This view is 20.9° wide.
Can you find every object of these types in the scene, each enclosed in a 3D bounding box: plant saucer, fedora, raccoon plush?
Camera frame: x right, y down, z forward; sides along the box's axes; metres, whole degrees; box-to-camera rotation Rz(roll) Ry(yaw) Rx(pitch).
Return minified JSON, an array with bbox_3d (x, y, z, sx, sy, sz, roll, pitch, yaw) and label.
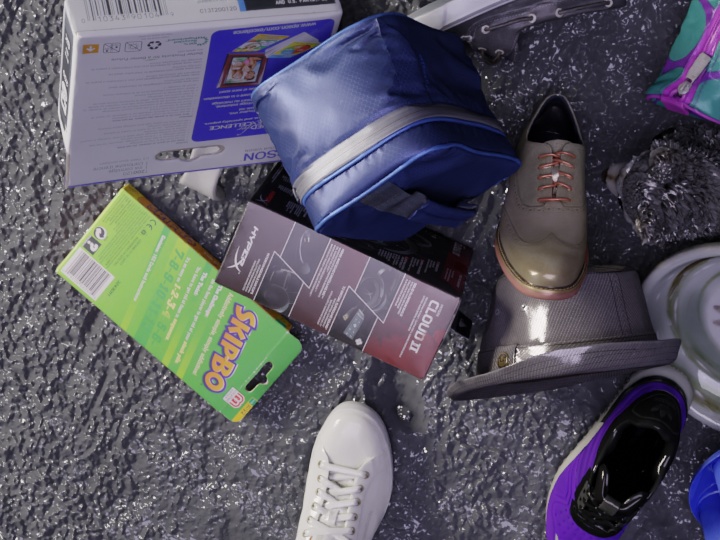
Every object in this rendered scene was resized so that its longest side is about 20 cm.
[{"bbox_3d":[0.315,0.049,1.541,0.198,0.050,0.202,19,135,19],"label":"plant saucer"},{"bbox_3d":[0.154,0.043,1.527,0.175,0.200,0.091,-5,83,-25],"label":"fedora"},{"bbox_3d":[0.284,-0.065,1.489,0.198,0.134,0.098,-6,95,10],"label":"raccoon plush"}]

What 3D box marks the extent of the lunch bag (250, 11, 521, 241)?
[{"bbox_3d":[0.027,-0.092,1.442,0.135,0.199,0.133,-30,75,23],"label":"lunch bag"}]

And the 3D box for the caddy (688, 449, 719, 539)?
[{"bbox_3d":[0.363,0.193,1.560,0.198,0.106,0.142,4,135,-3],"label":"caddy"}]

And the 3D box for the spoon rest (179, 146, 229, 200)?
[{"bbox_3d":[-0.093,-0.146,1.558,0.099,0.061,0.202,24,107,0],"label":"spoon rest"}]

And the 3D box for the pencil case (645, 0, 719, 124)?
[{"bbox_3d":[0.292,-0.205,1.479,0.085,0.092,0.202,28,106,24],"label":"pencil case"}]

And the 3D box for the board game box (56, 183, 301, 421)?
[{"bbox_3d":[-0.148,0.029,1.628,0.200,0.030,0.096,42,106,-2],"label":"board game box"}]

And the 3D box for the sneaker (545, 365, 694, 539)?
[{"bbox_3d":[0.200,0.174,1.577,0.069,0.100,0.201,25,118,0],"label":"sneaker"}]

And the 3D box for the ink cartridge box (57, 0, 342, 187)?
[{"bbox_3d":[-0.126,-0.140,1.460,0.196,0.201,0.044,-8,62,-16],"label":"ink cartridge box"}]

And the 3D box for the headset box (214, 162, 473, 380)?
[{"bbox_3d":[0.000,0.000,1.540,0.198,0.149,0.078,26,107,-1],"label":"headset box"}]

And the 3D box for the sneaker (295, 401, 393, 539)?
[{"bbox_3d":[-0.017,0.213,1.632,0.072,0.085,0.202,10,104,6],"label":"sneaker"}]

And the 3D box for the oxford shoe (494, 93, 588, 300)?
[{"bbox_3d":[0.139,-0.057,1.475,0.070,0.201,0.074,3,129,-2],"label":"oxford shoe"}]

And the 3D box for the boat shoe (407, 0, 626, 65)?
[{"bbox_3d":[0.113,-0.195,1.521,0.198,0.070,0.067,-22,100,4],"label":"boat shoe"}]
